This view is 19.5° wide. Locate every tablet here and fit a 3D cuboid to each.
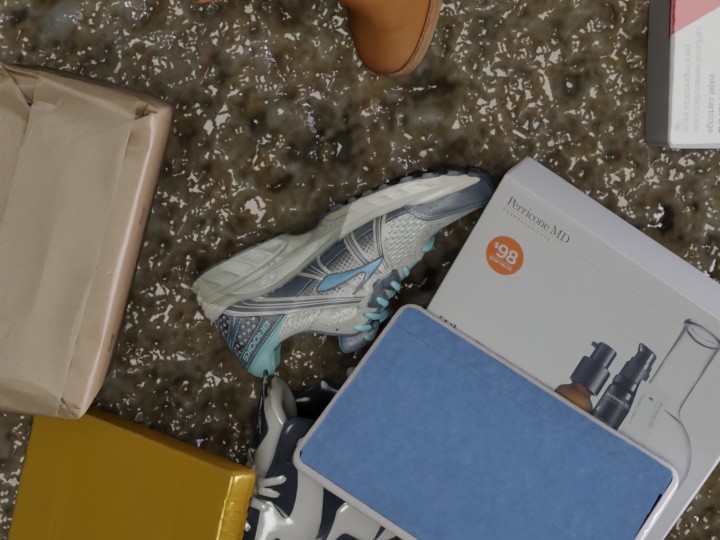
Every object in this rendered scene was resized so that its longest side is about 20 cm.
[{"bbox_3d":[0.074,0.118,1.236,0.200,0.014,0.130,32,68,13],"label":"tablet"}]

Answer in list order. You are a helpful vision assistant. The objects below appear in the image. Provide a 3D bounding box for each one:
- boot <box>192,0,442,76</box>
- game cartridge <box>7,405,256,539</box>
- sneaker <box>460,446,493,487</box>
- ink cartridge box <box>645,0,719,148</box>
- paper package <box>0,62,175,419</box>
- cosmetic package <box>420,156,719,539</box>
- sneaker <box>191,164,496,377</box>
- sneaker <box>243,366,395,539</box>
[{"bbox_3d":[-0.029,-0.178,1.217,0.155,0.077,0.201,-29,143,-29],"label":"boot"},{"bbox_3d":[-0.151,0.195,1.284,0.176,0.032,0.201,17,97,37],"label":"game cartridge"},{"bbox_3d":[0.117,0.155,1.268,0.078,0.066,0.200,-29,67,-26],"label":"sneaker"},{"bbox_3d":[0.282,-0.146,1.286,0.199,0.084,0.145,0,96,-3],"label":"ink cartridge box"},{"bbox_3d":[-0.182,-0.021,1.224,0.103,0.200,0.192,14,95,-4],"label":"paper package"},{"bbox_3d":[0.141,0.049,1.271,0.200,0.052,0.151,34,115,10],"label":"cosmetic package"},{"bbox_3d":[0.000,0.000,1.297,0.199,0.078,0.087,-26,91,11],"label":"sneaker"},{"bbox_3d":[-0.061,0.129,1.292,0.198,0.080,0.130,-24,112,0],"label":"sneaker"}]
